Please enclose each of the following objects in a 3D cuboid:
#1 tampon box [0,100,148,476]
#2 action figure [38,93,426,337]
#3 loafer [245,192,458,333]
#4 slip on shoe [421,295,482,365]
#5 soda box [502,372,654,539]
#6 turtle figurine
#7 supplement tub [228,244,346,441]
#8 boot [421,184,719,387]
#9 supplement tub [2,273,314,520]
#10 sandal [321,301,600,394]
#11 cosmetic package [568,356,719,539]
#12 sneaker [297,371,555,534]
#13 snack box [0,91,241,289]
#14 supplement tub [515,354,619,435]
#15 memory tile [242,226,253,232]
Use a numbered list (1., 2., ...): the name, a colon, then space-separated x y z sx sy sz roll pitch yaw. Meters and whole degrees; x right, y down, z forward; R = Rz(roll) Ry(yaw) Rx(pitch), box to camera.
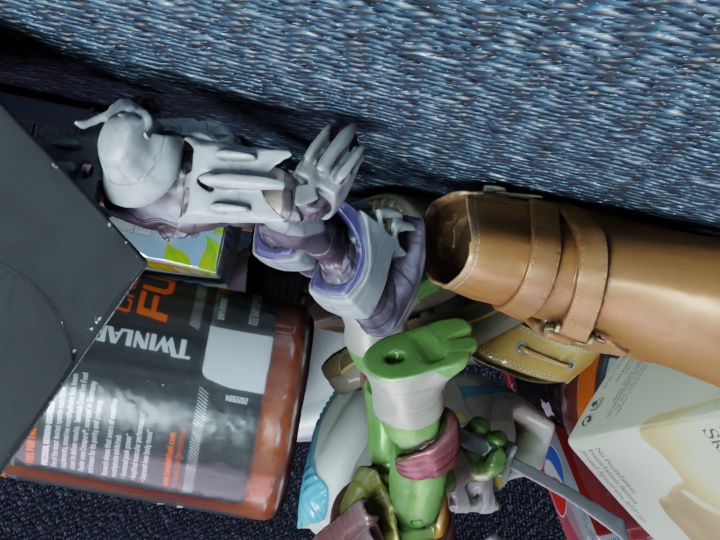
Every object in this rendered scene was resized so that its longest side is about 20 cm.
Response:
1. tampon box: -0.209 -0.011 0.675 0.199 0.127 0.150 9 148 48
2. action figure: -0.047 -0.032 0.724 0.129 0.070 0.200 18 176 29
3. loafer: 0.000 0.000 0.970 0.068 0.077 0.199 9 176 -28
4. slip on shoe: 0.049 0.012 1.074 0.060 0.077 0.200 8 -176 9
5. soda box: 0.145 0.102 1.162 0.069 0.201 0.064 -10 135 -8
6. turtle figurine: 0.059 0.095 0.856 0.198 0.196 0.144 4 -147 22
7. supplement tub: -0.026 0.045 1.160 0.121 0.124 0.200 11 178 8
8. boot: 0.115 0.008 0.764 0.153 0.074 0.200 17 173 -17
9. supplement tub: -0.126 0.051 0.875 0.198 0.108 0.107 10 177 -4
10. sandal: 0.080 0.037 0.937 0.198 0.055 0.080 -18 173 -3
11. cosmetic package: 0.202 0.077 0.859 0.105 0.071 0.199 46 150 -14
12. sneaker: 0.035 0.096 0.989 0.080 0.077 0.199 20 -160 26
13. snack box: -0.156 -0.042 0.903 0.198 0.068 0.169 10 176 -1
14. supplement tub: 0.187 0.067 1.049 0.199 0.108 0.107 9 176 39
15. memory tile: -0.064 -0.034 1.157 0.199 0.017 0.152 15 176 -44
